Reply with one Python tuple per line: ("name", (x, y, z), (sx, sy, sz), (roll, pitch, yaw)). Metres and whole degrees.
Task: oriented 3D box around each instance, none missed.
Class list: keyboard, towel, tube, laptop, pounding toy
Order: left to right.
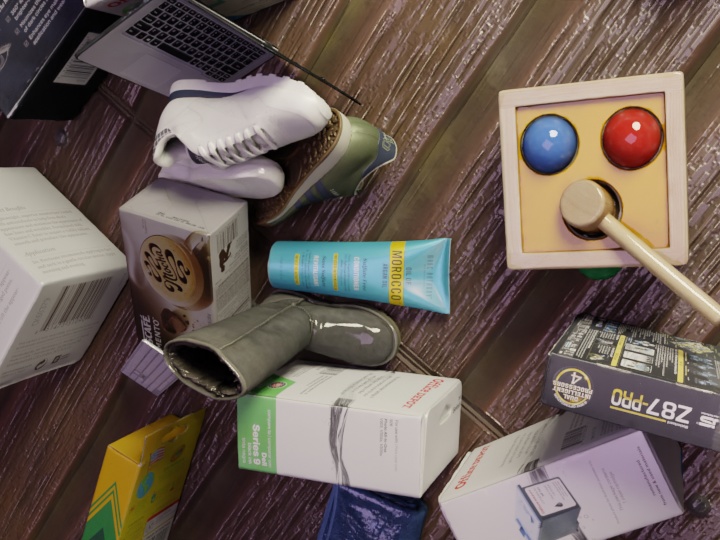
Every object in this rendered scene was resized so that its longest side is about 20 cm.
("keyboard", (-0.236, 0.112, 0.940), (0.056, 0.200, 0.011), (31, 65, -12))
("laptop", (-0.137, -0.190, 0.829), (0.198, 0.186, 0.118), (-26, 73, 23))
("towel", (-0.002, 0.328, 0.928), (0.110, 0.048, 0.203), (22, 105, 17))
("tube", (0.000, 0.000, 0.889), (0.196, 0.050, 0.079), (3, 106, 17))
("pounding toy", (0.220, -0.063, 0.733), (0.181, 0.142, 0.204), (-2, 96, 23))

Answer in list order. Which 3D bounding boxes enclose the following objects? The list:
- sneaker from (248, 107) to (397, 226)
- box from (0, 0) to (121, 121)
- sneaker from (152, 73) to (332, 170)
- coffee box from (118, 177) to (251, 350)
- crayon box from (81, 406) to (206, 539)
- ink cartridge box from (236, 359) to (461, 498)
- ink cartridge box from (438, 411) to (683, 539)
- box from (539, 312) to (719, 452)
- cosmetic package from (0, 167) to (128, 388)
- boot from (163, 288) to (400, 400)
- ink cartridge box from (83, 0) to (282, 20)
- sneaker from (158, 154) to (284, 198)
("sneaker", (-0.038, -0.094, 0.874), (0.200, 0.089, 0.068), (-35, 53, 49))
("box", (-0.370, -0.315, 0.957), (0.196, 0.117, 0.201), (-43, 82, 22))
("sneaker", (-0.115, -0.135, 0.801), (0.197, 0.076, 0.082), (2, 61, 34))
("coffee box", (-0.184, 0.016, 0.907), (0.111, 0.080, 0.203), (16, 126, 18))
("crayon box", (-0.257, 0.255, 0.982), (0.050, 0.127, 0.203), (24, 104, 17))
("ink cartridge box", (-0.008, 0.156, 0.854), (0.196, 0.146, 0.086), (4, 98, 22))
("ink cartridge box", (0.190, 0.192, 0.777), (0.198, 0.146, 0.087), (-30, 88, 23))
("box", (0.248, 0.089, 0.711), (0.158, 0.200, 0.050), (11, 100, 19))
("cosmetic package", (-0.418, 0.002, 0.994), (0.199, 0.164, 0.166), (41, 110, 13))
("boot", (-0.072, 0.077, 0.840), (0.179, 0.199, 0.074), (11, 101, 20))
("ink cartridge box", (-0.176, -0.341, 0.829), (0.144, 0.199, 0.149), (-13, 92, 23))
("sneaker", (-0.149, -0.129, 0.892), (0.198, 0.075, 0.090), (11, 83, 45))
